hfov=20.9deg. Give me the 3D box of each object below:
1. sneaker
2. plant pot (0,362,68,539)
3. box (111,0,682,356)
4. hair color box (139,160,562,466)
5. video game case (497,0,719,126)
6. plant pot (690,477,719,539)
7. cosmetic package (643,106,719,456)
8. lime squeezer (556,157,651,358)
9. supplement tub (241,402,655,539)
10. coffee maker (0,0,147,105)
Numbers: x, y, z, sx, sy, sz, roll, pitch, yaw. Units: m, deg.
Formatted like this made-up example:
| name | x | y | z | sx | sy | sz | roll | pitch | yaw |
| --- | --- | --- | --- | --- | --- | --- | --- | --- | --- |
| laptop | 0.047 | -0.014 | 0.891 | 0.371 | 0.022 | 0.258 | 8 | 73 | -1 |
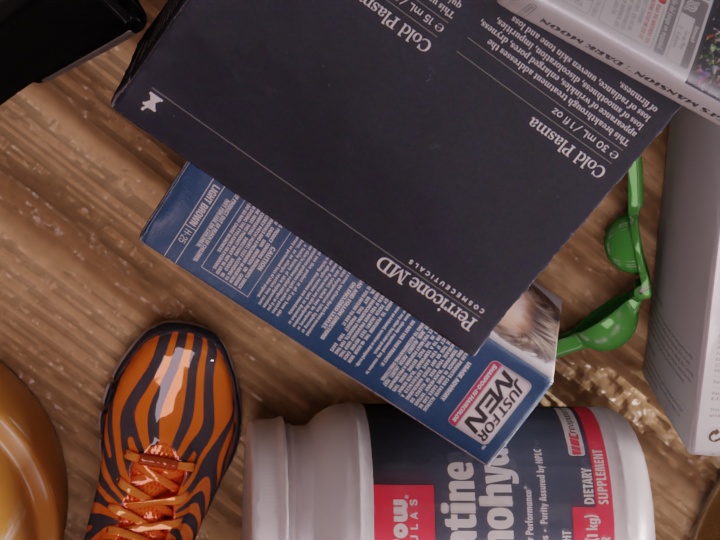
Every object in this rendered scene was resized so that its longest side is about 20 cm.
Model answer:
| name | x | y | z | sx | sy | sz | roll | pitch | yaw |
| --- | --- | --- | --- | --- | --- | --- | --- | --- | --- |
| sneaker | -0.105 | 0.132 | 0.997 | 0.077 | 0.112 | 0.201 | 10 | 108 | -9 |
| plant pot | -0.247 | 0.149 | 0.952 | 0.199 | 0.183 | 0.201 | -2 | 110 | -5 |
| box | 0.026 | -0.101 | 0.853 | 0.200 | 0.104 | 0.182 | 35 | 111 | -12 |
| hair color box | 0.000 | 0.000 | 0.948 | 0.199 | 0.100 | 0.061 | 33 | 114 | -6 |
| video game case | 0.165 | -0.154 | 0.801 | 0.181 | 0.023 | 0.201 | 26 | 69 | -14 |
| plant pot | 0.302 | 0.193 | 1.036 | 0.199 | 0.186 | 0.187 | 9 | 109 | -23 |
| cosmetic package | 0.199 | -0.019 | 0.975 | 0.084 | 0.108 | 0.201 | 2 | 111 | -6 |
| lime squeezer | 0.122 | -0.005 | 1.017 | 0.070 | 0.038 | 0.201 | 30 | 108 | 18 |
| supplement tub | 0.041 | 0.139 | 0.998 | 0.199 | 0.140 | 0.141 | 1 | 109 | -6 |
| coffee maker | -0.212 | -0.104 | 0.863 | 0.200 | 0.192 | 0.135 | -37 | 92 | 6 |
